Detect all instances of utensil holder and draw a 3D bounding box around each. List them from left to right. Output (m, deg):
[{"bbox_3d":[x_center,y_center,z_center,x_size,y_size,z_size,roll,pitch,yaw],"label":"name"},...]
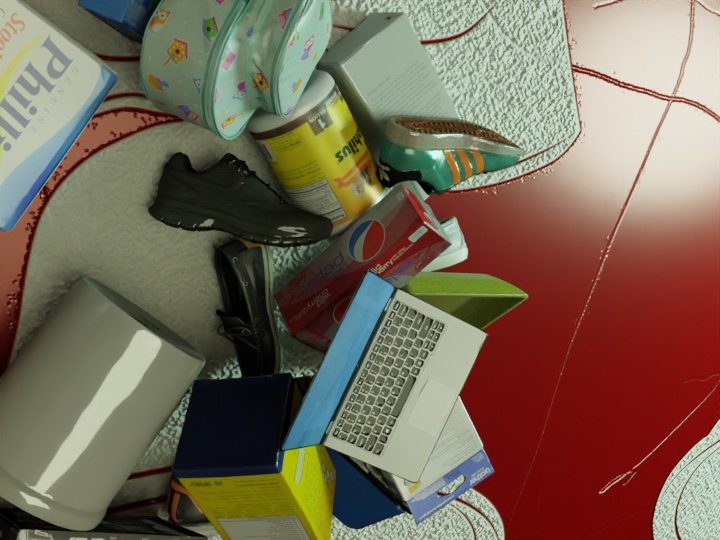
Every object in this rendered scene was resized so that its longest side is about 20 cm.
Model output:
[{"bbox_3d":[-0.279,0.130,0.823,0.170,0.170,0.200,39,83,-32],"label":"utensil holder"}]

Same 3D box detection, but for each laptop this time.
[{"bbox_3d":[0.034,0.118,0.825,0.199,0.116,0.188,27,89,-18],"label":"laptop"}]

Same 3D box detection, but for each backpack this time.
[{"bbox_3d":[-0.117,-0.227,0.775,0.153,0.176,0.200,31,79,5],"label":"backpack"}]

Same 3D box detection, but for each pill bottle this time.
[{"bbox_3d":[-0.039,-0.116,0.916,0.109,0.109,0.200,-38,120,-14],"label":"pill bottle"}]

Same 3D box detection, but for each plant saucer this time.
[{"bbox_3d":[0.073,0.056,1.012,0.199,0.200,0.048,2,60,-36],"label":"plant saucer"}]

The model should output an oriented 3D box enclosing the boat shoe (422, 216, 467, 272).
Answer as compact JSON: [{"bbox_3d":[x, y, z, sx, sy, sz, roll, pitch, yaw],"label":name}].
[{"bbox_3d":[0.043,-0.025,1.024,0.200,0.070,0.072,-16,95,-25],"label":"boat shoe"}]

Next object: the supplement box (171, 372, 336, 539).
[{"bbox_3d":[-0.103,0.212,0.852,0.108,0.110,0.200,-5,136,11],"label":"supplement box"}]

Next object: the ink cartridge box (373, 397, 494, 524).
[{"bbox_3d":[0.062,0.174,0.929,0.119,0.042,0.201,-29,95,-20],"label":"ink cartridge box"}]

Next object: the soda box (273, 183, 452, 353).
[{"bbox_3d":[0.000,0.000,0.895,0.200,0.070,0.063,-41,140,16],"label":"soda box"}]

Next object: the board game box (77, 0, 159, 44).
[{"bbox_3d":[-0.186,-0.317,0.747,0.045,0.152,0.201,21,94,-2],"label":"board game box"}]

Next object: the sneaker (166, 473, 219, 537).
[{"bbox_3d":[-0.137,0.261,0.997,0.199,0.078,0.113,-2,107,-29],"label":"sneaker"}]

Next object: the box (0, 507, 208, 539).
[{"bbox_3d":[-0.289,0.296,0.871,0.199,0.157,0.050,15,75,-31],"label":"box"}]

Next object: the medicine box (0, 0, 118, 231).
[{"bbox_3d":[-0.358,-0.168,0.724,0.200,0.103,0.183,36,86,-32],"label":"medicine box"}]

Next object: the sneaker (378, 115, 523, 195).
[{"bbox_3d":[0.102,-0.129,0.938,0.199,0.071,0.080,0,122,-34],"label":"sneaker"}]

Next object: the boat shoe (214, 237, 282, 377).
[{"bbox_3d":[-0.135,0.058,0.935,0.062,0.074,0.201,-13,105,-39],"label":"boat shoe"}]

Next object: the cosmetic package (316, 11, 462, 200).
[{"bbox_3d":[0.046,-0.194,0.962,0.101,0.071,0.200,-42,121,-12],"label":"cosmetic package"}]

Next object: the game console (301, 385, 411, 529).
[{"bbox_3d":[-0.006,0.202,0.984,0.200,0.118,0.171,45,72,-14],"label":"game console"}]

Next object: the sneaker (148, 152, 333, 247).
[{"bbox_3d":[-0.125,-0.076,0.869,0.199,0.076,0.091,12,90,-4],"label":"sneaker"}]

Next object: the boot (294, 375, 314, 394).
[{"bbox_3d":[-0.008,0.174,1.046,0.199,0.107,0.075,9,91,-3],"label":"boot"}]
